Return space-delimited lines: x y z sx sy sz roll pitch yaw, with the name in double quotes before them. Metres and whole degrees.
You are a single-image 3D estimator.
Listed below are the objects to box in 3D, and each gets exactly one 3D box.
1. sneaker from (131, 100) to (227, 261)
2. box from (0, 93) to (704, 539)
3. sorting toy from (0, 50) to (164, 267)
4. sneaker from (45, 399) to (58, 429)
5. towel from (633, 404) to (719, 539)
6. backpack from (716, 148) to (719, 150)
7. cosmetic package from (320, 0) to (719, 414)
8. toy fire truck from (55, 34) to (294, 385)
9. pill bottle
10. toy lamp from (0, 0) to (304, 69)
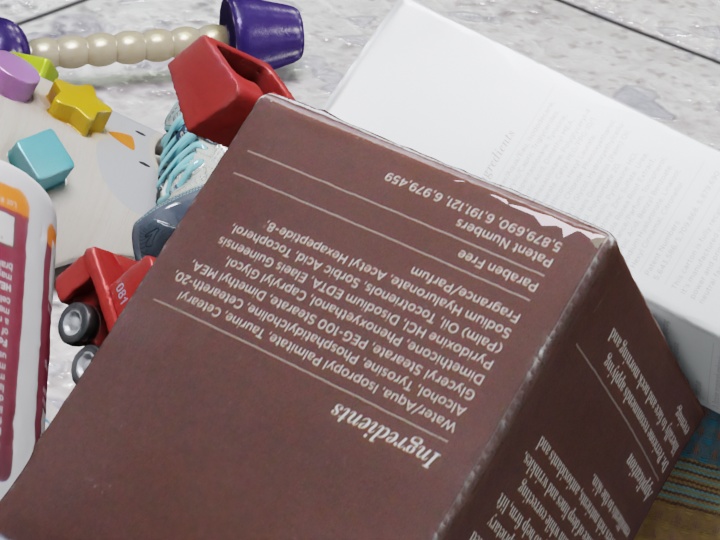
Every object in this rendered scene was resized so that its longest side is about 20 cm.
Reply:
"sneaker" -0.084 -0.051 1.103 0.087 0.077 0.200 55 23 -2
"box" 0.002 0.074 0.780 0.164 0.166 0.201 25 75 30
"sorting toy" -0.168 -0.062 1.160 0.179 0.107 0.200 16 27 -19
"sneaker" -0.194 0.055 0.966 0.199 0.075 0.087 27 21 23
"towel" 0.114 0.101 0.850 0.146 0.022 0.201 13 74 16
"backpack" 0.186 0.026 0.983 0.175 0.154 0.200 3 24 8
"cosmetic package" 0.087 -0.023 0.829 0.199 0.102 0.074 30 76 16
"toy fire truck" -0.070 0.010 0.930 0.049 0.141 0.201 20 40 -49
"pill bottle" -0.186 0.060 0.837 0.113 0.114 0.201 2 65 -4
"toy lamp" -0.135 -0.145 1.314 0.199 0.059 0.058 -5 32 -16
